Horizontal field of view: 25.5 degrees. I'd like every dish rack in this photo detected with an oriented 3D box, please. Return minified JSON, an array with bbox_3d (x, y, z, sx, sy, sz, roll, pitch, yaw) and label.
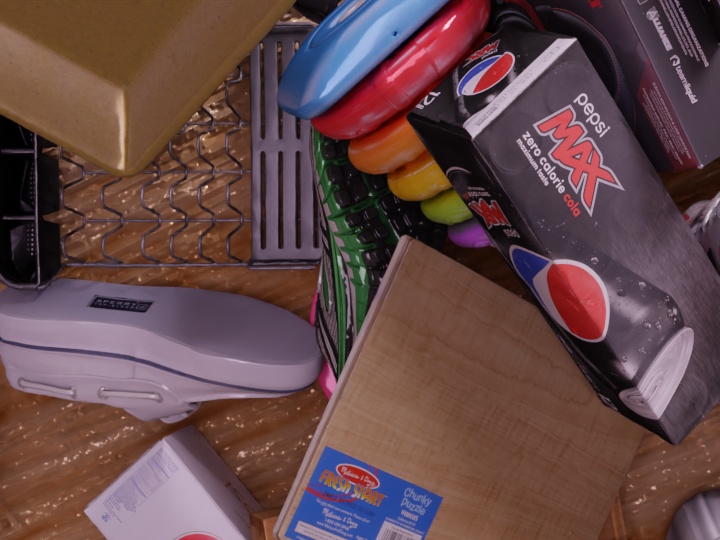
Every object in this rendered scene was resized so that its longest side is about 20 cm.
[{"bbox_3d":[-0.107,-0.069,0.893,0.197,0.055,0.156,0,93,8],"label":"dish rack"}]

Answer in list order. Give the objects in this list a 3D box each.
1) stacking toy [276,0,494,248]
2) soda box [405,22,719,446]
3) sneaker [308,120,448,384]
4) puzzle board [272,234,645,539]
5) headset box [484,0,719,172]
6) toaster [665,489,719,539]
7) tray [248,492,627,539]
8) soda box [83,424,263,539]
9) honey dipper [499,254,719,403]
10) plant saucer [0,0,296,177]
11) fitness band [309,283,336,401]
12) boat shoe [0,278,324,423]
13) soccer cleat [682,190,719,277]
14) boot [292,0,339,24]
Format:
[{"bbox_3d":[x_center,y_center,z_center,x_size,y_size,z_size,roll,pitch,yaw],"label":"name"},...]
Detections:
[{"bbox_3d":[0.060,-0.054,0.785,0.116,0.110,0.200,-41,104,-1],"label":"stacking toy"},{"bbox_3d":[0.108,-0.014,0.740,0.071,0.063,0.201,-43,118,-10],"label":"soda box"},{"bbox_3d":[0.000,0.000,0.836,0.085,0.077,0.203,-29,64,51],"label":"sneaker"},{"bbox_3d":[0.059,0.088,0.787,0.199,0.017,0.152,27,86,-37],"label":"puzzle board"},{"bbox_3d":[0.119,-0.126,0.759,0.075,0.200,0.150,-31,100,-15],"label":"headset box"},{"bbox_3d":[0.205,0.199,0.819,0.112,0.129,0.203,11,94,7],"label":"toaster"},{"bbox_3d":[0.047,0.158,0.847,0.198,0.037,0.100,-10,91,-18],"label":"tray"},{"bbox_3d":[-0.061,0.185,0.889,0.064,0.068,0.200,-40,86,8],"label":"soda box"},{"bbox_3d":[0.146,0.025,0.833,0.199,0.038,0.038,38,97,6],"label":"honey dipper"},{"bbox_3d":[-0.152,-0.150,0.775,0.198,0.200,0.049,28,53,-20],"label":"plant saucer"},{"bbox_3d":[0.069,0.025,0.880,0.198,0.037,0.145,-18,89,8],"label":"fitness band"},{"bbox_3d":[-0.112,0.051,0.893,0.198,0.074,0.066,10,118,21],"label":"boat shoe"},{"bbox_3d":[0.190,-0.016,0.780,0.068,0.201,0.085,-41,59,-10],"label":"soccer cleat"},{"bbox_3d":[-0.074,-0.211,0.764,0.172,0.201,0.070,11,53,4],"label":"boot"}]
